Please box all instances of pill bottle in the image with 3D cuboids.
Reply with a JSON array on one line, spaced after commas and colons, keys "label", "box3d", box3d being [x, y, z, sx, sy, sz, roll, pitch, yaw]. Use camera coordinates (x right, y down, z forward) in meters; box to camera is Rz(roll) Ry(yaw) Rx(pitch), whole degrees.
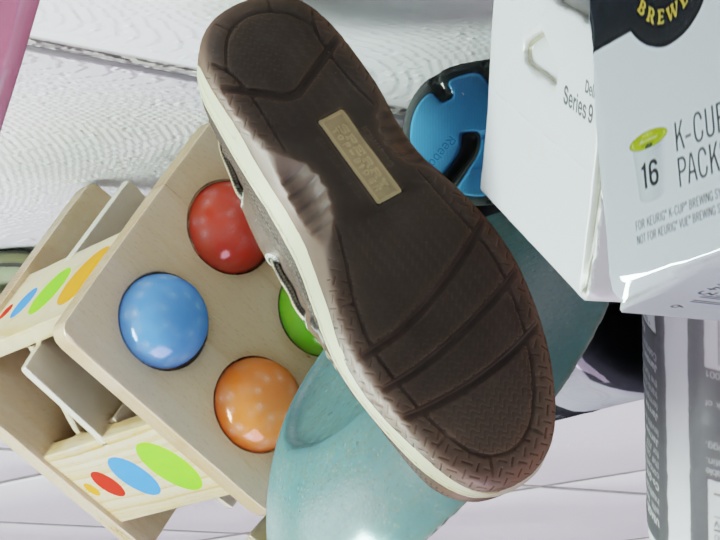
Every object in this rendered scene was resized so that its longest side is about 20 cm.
[{"label": "pill bottle", "box3d": [0.170, 0.066, 0.995, 0.113, 0.200, 0.113, -3, -154, 2]}]

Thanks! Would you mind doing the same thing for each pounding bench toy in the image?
[{"label": "pounding bench toy", "box3d": [-0.053, 0.055, 1.105, 0.200, 0.124, 0.156, 43, 151, -17]}]

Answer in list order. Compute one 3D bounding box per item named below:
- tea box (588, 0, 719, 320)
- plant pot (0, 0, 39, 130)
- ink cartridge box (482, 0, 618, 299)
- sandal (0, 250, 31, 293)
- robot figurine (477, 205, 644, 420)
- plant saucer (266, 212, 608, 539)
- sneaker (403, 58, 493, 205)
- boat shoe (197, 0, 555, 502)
[{"label": "tea box", "box3d": [0.139, -0.103, 0.410, 0.133, 0.197, 0.200, 3, 167, -26]}, {"label": "plant pot", "box3d": [-0.120, -0.116, 0.376, 0.179, 0.200, 0.200, 16, 165, -11]}, {"label": "ink cartridge box", "box3d": [0.152, -0.046, 0.810, 0.200, 0.088, 0.145, 3, -166, -12]}, {"label": "sandal", "box3d": [-0.214, 0.024, 1.321, 0.201, 0.057, 0.080, 0, 168, -8]}, {"label": "robot figurine", "box3d": [0.087, 0.003, 1.115, 0.125, 0.150, 0.200, -27, -175, -37]}, {"label": "plant saucer", "box3d": [0.020, 0.039, 0.959, 0.039, 0.201, 0.201, 41, 153, -15]}, {"label": "sneaker", "box3d": [0.118, -0.064, 0.960, 0.200, 0.073, 0.082, 1, -172, 5]}, {"label": "boat shoe", "box3d": [0.006, -0.002, 0.887, 0.075, 0.203, 0.075, -21, 159, -17]}]
